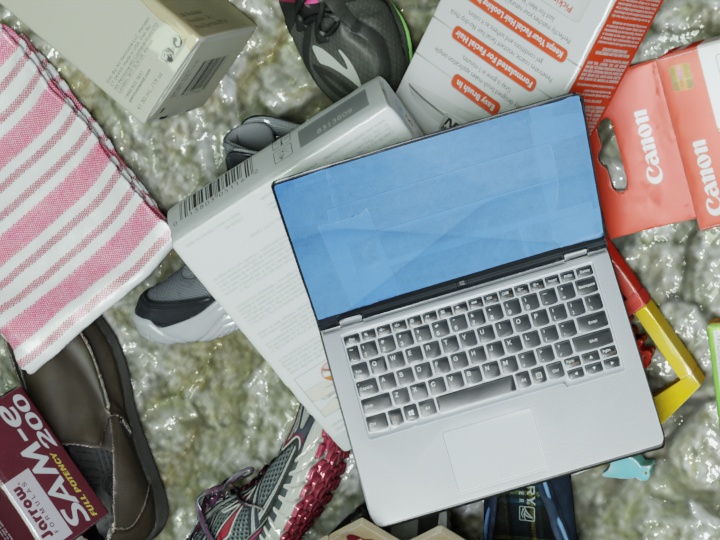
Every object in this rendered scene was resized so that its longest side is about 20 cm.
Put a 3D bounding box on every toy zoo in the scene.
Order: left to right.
[{"bbox_3d":[0.129,0.048,1.236,0.131,0.020,0.201,-36,89,25],"label":"toy zoo"}]

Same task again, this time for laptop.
[{"bbox_3d":[0.066,0.028,1.133,0.185,0.116,0.202,-16,80,2],"label":"laptop"}]

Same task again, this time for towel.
[{"bbox_3d":[-0.232,-0.049,1.313,0.146,0.030,0.200,-41,78,10],"label":"towel"}]

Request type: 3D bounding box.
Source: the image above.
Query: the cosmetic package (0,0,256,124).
[{"bbox_3d":[-0.176,-0.189,1.252,0.200,0.103,0.073,40,110,6],"label":"cosmetic package"}]

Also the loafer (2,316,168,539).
[{"bbox_3d":[-0.194,0.103,1.337,0.073,0.071,0.201,-24,93,22],"label":"loafer"}]

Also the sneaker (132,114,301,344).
[{"bbox_3d":[-0.077,-0.033,1.252,0.199,0.076,0.114,-22,112,17],"label":"sneaker"}]

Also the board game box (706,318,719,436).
[{"bbox_3d":[0.275,0.126,1.201,0.095,0.030,0.202,-5,97,21],"label":"board game box"}]

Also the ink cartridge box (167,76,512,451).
[{"bbox_3d":[0.000,0.000,1.204,0.159,0.047,0.200,-32,122,11],"label":"ink cartridge box"}]

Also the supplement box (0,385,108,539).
[{"bbox_3d":[-0.263,0.169,1.338,0.109,0.061,0.200,54,141,2],"label":"supplement box"}]

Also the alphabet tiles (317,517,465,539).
[{"bbox_3d":[0.044,0.218,1.216,0.199,0.008,0.167,34,137,-24],"label":"alphabet tiles"}]

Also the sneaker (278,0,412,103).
[{"bbox_3d":[-0.034,-0.183,1.213,0.076,0.084,0.201,-28,91,23],"label":"sneaker"}]

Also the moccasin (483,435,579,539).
[{"bbox_3d":[0.101,0.184,1.239,0.080,0.068,0.202,-4,113,20],"label":"moccasin"}]

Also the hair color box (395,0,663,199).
[{"bbox_3d":[0.111,-0.156,1.164,0.111,0.064,0.201,38,112,29],"label":"hair color box"}]

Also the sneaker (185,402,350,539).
[{"bbox_3d":[-0.072,0.161,1.303,0.074,0.081,0.201,35,111,11],"label":"sneaker"}]

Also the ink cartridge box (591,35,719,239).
[{"bbox_3d":[0.226,-0.086,1.159,0.198,0.050,0.110,-14,97,21],"label":"ink cartridge box"}]

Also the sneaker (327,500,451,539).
[{"bbox_3d":[-0.008,0.204,1.278,0.079,0.074,0.201,21,113,-33],"label":"sneaker"}]
